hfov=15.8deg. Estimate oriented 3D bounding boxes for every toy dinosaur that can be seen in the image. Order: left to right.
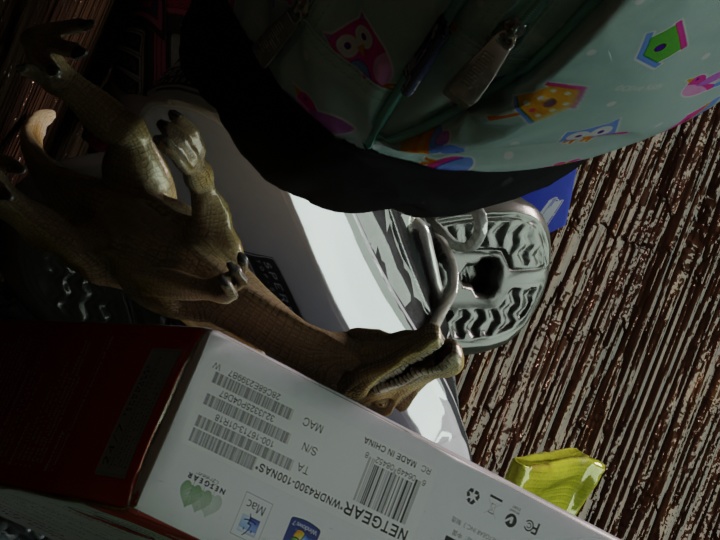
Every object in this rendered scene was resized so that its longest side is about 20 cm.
[{"bbox_3d":[-0.064,-0.012,0.680,0.058,0.200,0.101,-48,137,-11],"label":"toy dinosaur"}]

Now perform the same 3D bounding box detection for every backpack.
[{"bbox_3d":[0.060,-0.105,0.643,0.167,0.127,0.200,-28,165,-43],"label":"backpack"}]

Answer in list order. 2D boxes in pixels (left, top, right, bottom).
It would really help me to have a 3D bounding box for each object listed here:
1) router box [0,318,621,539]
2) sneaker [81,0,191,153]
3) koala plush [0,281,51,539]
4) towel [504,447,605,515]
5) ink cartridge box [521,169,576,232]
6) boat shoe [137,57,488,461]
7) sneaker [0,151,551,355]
[{"bbox_3d":[-0.010,0.077,0.725,0.179,0.200,0.049,-1,-116,62],"label":"router box"},{"bbox_3d":[-0.044,-0.095,0.992,0.200,0.080,0.075,-71,-178,-66],"label":"sneaker"},{"bbox_3d":[-0.060,0.110,0.927,0.184,0.199,0.178,-146,-102,-88],"label":"koala plush"},{"bbox_3d":[0.030,0.156,0.913,0.201,0.018,0.086,-66,163,8],"label":"towel"},{"bbox_3d":[0.019,-0.111,0.958,0.094,0.044,0.201,92,-26,-67],"label":"ink cartridge box"},{"bbox_3d":[-0.002,-0.001,0.786,0.068,0.073,0.200,-51,131,-28],"label":"boat shoe"},{"bbox_3d":[-0.045,-0.013,0.866,0.114,0.199,0.077,25,-68,51],"label":"sneaker"}]
